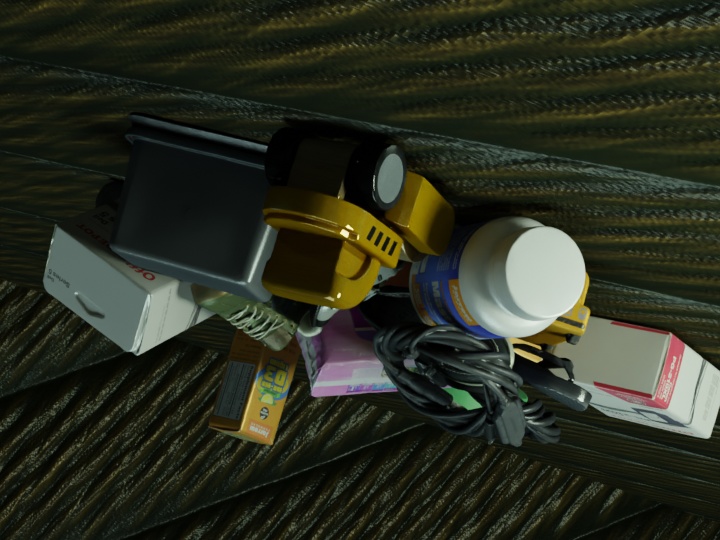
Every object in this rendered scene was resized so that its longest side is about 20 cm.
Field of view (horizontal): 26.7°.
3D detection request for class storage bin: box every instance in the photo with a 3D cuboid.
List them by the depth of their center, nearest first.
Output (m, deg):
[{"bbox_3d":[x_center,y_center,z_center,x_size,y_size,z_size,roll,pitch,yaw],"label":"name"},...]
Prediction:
[{"bbox_3d":[-0.149,-0.054,1.514,0.198,0.136,0.146,16,170,16],"label":"storage bin"}]

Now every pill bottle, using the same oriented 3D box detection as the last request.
[{"bbox_3d":[0.130,0.008,1.431,0.111,0.113,0.200,20,170,-17],"label":"pill bottle"}]

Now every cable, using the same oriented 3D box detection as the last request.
[{"bbox_3d":[0.086,0.101,1.505,0.162,0.051,0.201,23,157,30],"label":"cable"},{"bbox_3d":[0.152,0.136,1.670,0.162,0.051,0.200,26,173,39],"label":"cable"}]

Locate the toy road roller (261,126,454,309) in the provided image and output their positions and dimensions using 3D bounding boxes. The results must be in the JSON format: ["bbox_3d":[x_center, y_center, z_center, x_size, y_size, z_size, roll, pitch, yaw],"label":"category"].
[{"bbox_3d":[-0.014,-0.031,1.363,0.122,0.148,0.200,12,169,29],"label":"toy road roller"}]

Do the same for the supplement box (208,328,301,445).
[{"bbox_3d":[-0.118,0.106,1.845,0.068,0.202,0.066,8,167,45],"label":"supplement box"}]

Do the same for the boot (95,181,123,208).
[{"bbox_3d":[-0.246,-0.041,1.931,0.203,0.074,0.154,36,-178,-8],"label":"boot"}]

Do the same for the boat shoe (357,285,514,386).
[{"bbox_3d":[0.072,0.061,1.573,0.066,0.075,0.199,17,-168,-47],"label":"boat shoe"}]

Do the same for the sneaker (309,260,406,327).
[{"bbox_3d":[0.000,0.000,1.573,0.087,0.075,0.201,9,144,-14],"label":"sneaker"}]

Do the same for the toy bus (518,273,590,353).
[{"bbox_3d":[0.189,0.037,1.582,0.064,0.079,0.200,19,170,-4],"label":"toy bus"}]

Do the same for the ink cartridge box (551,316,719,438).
[{"bbox_3d":[0.331,0.127,1.806,0.143,0.085,0.200,11,168,35],"label":"ink cartridge box"}]

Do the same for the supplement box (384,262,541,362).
[{"bbox_3d":[0.123,0.046,1.739,0.198,0.067,0.069,23,169,-25],"label":"supplement box"}]

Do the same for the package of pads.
[{"bbox_3d":[0.024,0.082,1.805,0.197,0.121,0.076,-3,140,-19],"label":"package of pads"}]

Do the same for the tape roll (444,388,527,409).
[{"bbox_3d":[0.116,0.143,1.941,0.198,0.049,0.200,23,-174,-3],"label":"tape roll"}]

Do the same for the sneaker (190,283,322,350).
[{"bbox_3d":[-0.100,0.041,1.622,0.067,0.091,0.199,-21,174,29],"label":"sneaker"}]

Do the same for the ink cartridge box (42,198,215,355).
[{"bbox_3d":[-0.221,-0.009,1.642,0.145,0.085,0.199,33,-146,21],"label":"ink cartridge box"}]

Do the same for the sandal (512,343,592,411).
[{"bbox_3d":[0.181,0.096,1.582,0.076,0.043,0.200,29,-179,-22],"label":"sandal"}]
